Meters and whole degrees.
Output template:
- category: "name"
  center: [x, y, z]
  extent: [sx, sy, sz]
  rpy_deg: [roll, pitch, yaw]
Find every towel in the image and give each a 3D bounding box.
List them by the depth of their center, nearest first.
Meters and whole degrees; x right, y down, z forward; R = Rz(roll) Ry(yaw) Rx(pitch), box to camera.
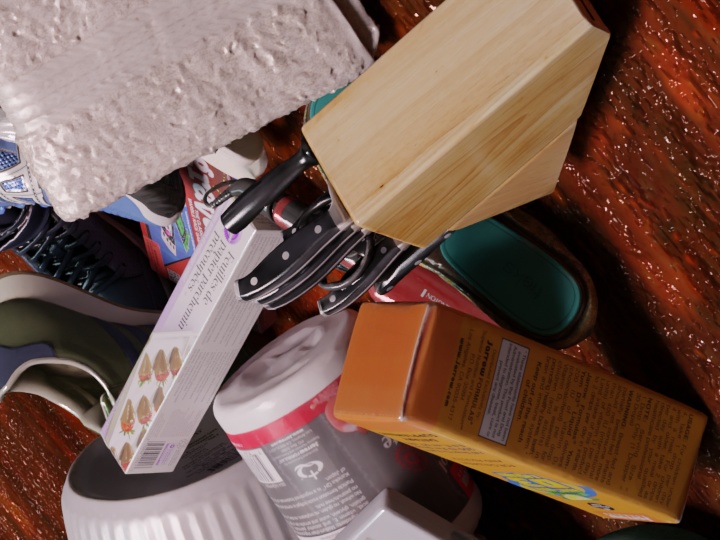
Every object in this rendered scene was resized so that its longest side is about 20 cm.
- category: "towel"
  center: [-0.098, -0.121, 1.299]
  extent: [0.133, 0.199, 0.034]
  rpy_deg: [62, 180, -20]

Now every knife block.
- category: "knife block"
  center: [0.017, -0.060, 1.211]
  extent: [0.064, 0.175, 0.200]
  rpy_deg: [59, 157, 24]

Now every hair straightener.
- category: "hair straightener"
  center: [0.000, 0.000, 1.426]
  extent: [0.199, 0.041, 0.077]
  rpy_deg: [26, 176, 10]

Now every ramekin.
- category: "ramekin"
  center: [-0.102, 0.156, 1.641]
  extent: [0.200, 0.200, 0.106]
  rpy_deg: [7, 121, 51]

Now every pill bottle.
- category: "pill bottle"
  center: [0.006, 0.133, 1.540]
  extent: [0.200, 0.111, 0.111]
  rpy_deg: [56, 151, -14]

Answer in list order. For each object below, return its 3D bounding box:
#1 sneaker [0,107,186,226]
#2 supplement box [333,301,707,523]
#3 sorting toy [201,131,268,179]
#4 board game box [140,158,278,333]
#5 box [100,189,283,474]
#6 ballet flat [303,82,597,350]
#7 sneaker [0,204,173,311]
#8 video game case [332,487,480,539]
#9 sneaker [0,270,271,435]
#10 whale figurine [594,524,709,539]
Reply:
- category: "sneaker"
  center: [-0.202, -0.069, 1.523]
  extent: [0.199, 0.076, 0.077]
  rpy_deg: [23, 115, 1]
- category: "supplement box"
  center: [0.086, 0.076, 1.304]
  extent: [0.199, 0.069, 0.066]
  rpy_deg: [20, 167, -33]
- category: "sorting toy"
  center: [-0.126, -0.114, 1.407]
  extent: [0.180, 0.107, 0.200]
  rpy_deg: [41, 177, 0]
- category: "board game box"
  center: [-0.107, -0.054, 1.565]
  extent: [0.103, 0.019, 0.201]
  rpy_deg: [28, 145, 31]
- category: "box"
  center: [-0.098, 0.039, 1.511]
  extent: [0.039, 0.041, 0.201]
  rpy_deg: [53, 127, 35]
- category: "ballet flat"
  center: [0.049, -0.028, 1.342]
  extent: [0.200, 0.071, 0.071]
  rpy_deg: [42, 151, 16]
- category: "sneaker"
  center: [-0.207, -0.014, 1.623]
  extent: [0.203, 0.077, 0.146]
  rpy_deg: [50, -166, -2]
- category: "video game case"
  center: [0.036, 0.234, 1.519]
  extent: [0.182, 0.024, 0.200]
  rpy_deg: [31, 129, -14]
- category: "sneaker"
  center: [-0.150, 0.070, 1.600]
  extent: [0.199, 0.090, 0.067]
  rpy_deg: [16, 144, -18]
- category: "whale figurine"
  center: [0.191, 0.217, 1.425]
  extent: [0.159, 0.104, 0.200]
  rpy_deg: [-11, 141, 44]
